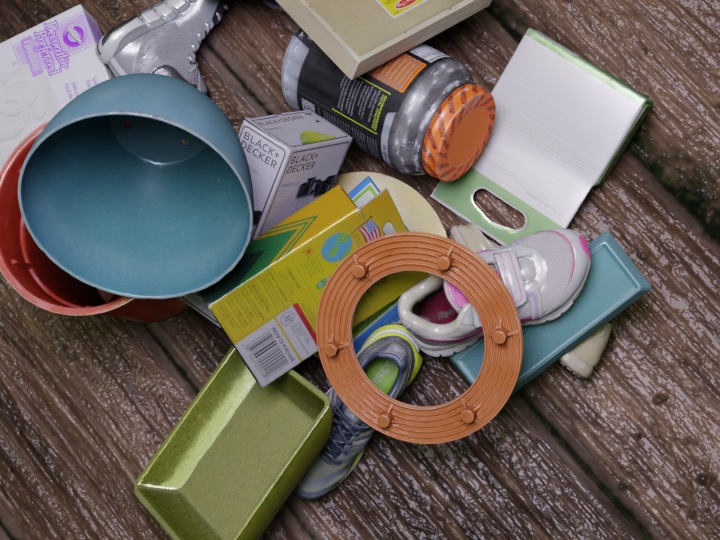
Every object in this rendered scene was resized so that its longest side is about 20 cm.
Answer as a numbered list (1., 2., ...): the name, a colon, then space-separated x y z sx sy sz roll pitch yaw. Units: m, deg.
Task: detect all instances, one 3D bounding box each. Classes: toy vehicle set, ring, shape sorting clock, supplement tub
1. toy vehicle set: 0.024 -0.273 1.324 0.199 0.027 0.124 -33 74 -33
2. ring: 0.050 0.065 1.248 0.199 0.019 0.202 5 106 19
3. shape sorting clock: 0.000 0.000 1.396 0.198 0.039 0.202 -3 83 23
4. supplement tub: 0.028 -0.177 1.371 0.199 0.123 0.123 33 85 26

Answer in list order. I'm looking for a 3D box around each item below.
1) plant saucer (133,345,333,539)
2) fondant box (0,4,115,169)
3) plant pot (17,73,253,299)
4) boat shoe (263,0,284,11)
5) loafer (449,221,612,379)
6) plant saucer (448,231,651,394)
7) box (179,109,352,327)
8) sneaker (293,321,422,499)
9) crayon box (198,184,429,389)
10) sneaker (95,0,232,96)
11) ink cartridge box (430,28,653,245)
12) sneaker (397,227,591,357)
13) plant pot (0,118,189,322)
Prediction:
1. plant saucer: -0.117 0.184 1.341 0.201 0.048 0.199 -54 34 -4
2. fondant box: -0.363 -0.182 1.503 0.199 0.058 0.145 -25 74 3
3. plant pot: -0.186 -0.095 1.196 0.198 0.201 0.135 -7 41 9
4. boat shoe: -0.018 -0.321 1.459 0.198 0.072 0.073 -10 75 8
5. loafer: 0.170 0.019 1.354 0.068 0.076 0.200 -44 83 -2
6. plant saucer: 0.178 0.050 1.302 0.200 0.019 0.070 -40 85 17
7. box: -0.094 -0.052 1.335 0.060 0.116 0.201 33 114 22
8. sneaker: -0.013 0.141 1.339 0.074 0.081 0.201 32 100 5
9. crayon box: -0.044 0.008 1.301 0.199 0.127 0.051 -32 42 -5
10. sneaker: -0.179 -0.248 1.486 0.199 0.075 0.116 -34 99 -11
11. ink cartridge box: 0.184 -0.124 1.394 0.145 0.048 0.201 34 105 16
12. sneaker: 0.120 0.021 1.267 0.199 0.088 0.082 -29 70 20
13. plant pot: -0.241 -0.037 1.376 0.199 0.195 0.203 -2 78 10
